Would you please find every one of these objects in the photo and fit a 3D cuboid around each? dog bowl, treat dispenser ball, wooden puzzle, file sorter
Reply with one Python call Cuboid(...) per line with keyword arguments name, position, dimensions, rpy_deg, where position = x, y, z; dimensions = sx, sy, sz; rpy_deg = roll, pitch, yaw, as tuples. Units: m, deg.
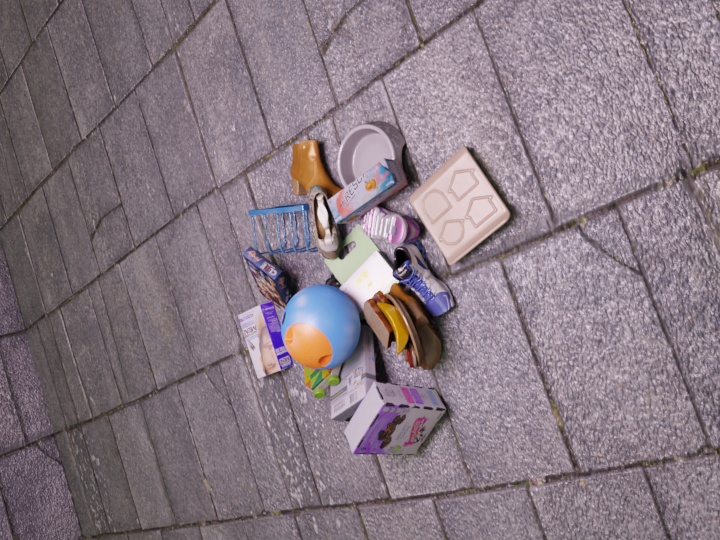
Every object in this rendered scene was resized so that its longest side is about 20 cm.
Cuboid(name="dog bowl", position=(0.025, -0.269, 1.334), dimensions=(0.195, 0.058, 0.207), rpy_deg=(6, 100, 33))
Cuboid(name="treat dispenser ball", position=(-0.097, 0.138, 1.308), dimensions=(0.196, 0.199, 0.208), rpy_deg=(6, 100, 33))
Cuboid(name="wooden puzzle", position=(0.226, -0.146, 1.225), dimensions=(0.185, 0.046, 0.203), rpy_deg=(-40, 70, 32))
Cuboid(name="file sorter", position=(-0.181, -0.115, 1.454), dimensions=(0.195, 0.138, 0.127), rpy_deg=(-1, 101, 34))

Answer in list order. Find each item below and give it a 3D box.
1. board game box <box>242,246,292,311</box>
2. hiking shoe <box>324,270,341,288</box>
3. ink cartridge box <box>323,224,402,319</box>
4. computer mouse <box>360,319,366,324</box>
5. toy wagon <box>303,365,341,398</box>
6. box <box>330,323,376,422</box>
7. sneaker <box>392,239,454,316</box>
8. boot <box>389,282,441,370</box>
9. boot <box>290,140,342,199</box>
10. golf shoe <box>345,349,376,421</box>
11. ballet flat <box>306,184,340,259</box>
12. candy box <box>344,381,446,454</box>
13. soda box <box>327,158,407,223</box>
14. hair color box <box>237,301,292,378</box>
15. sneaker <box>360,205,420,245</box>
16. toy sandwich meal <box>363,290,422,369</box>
Cuboid(name="board game box", position=(-0.253, 0.035, 1.510), dimensions=(0.134, 0.035, 0.202), rpy_deg=(35, 156, 27))
Cuboid(name="hiking shoe", position=(-0.101, 0.100, 1.475), dimensions=(0.202, 0.074, 0.102), rpy_deg=(-54, 39, 32))
Cuboid(name="ink cartridge box", position=(0.000, 0.000, 1.374), dimensions=(0.145, 0.048, 0.201), rpy_deg=(-43, 73, 13))
Cuboid(name="computer mouse", position=(-0.026, 0.146, 1.451), dimensions=(0.201, 0.033, 0.059), rpy_deg=(-50, 61, 36))
Cuboid(name="toy wagon", position=(-0.087, 0.235, 1.428), dimensions=(0.200, 0.039, 0.158), rpy_deg=(-47, 37, 33))
Cuboid(name="box", position=(-0.022, 0.264, 1.384), dimensions=(0.155, 0.040, 0.204), rpy_deg=(-42, 40, 38))
Cuboid(name="sneaker", position=(0.131, 0.022, 1.269), dimensions=(0.080, 0.114, 0.203), rpy_deg=(-37, 77, 33))
Cuboid(name="boot", position=(0.131, 0.133, 1.314), dimensions=(0.145, 0.069, 0.205), rpy_deg=(54, 166, 51))
Cuboid(name="boot", position=(-0.115, -0.267, 1.410), dimensions=(0.197, 0.070, 0.149), rpy_deg=(14, 109, 39))
Cuboid(name="golf shoe", position=(0.017, 0.308, 1.424), dimensions=(0.077, 0.093, 0.206), rpy_deg=(5, 77, 61))
Cuboid(name="ballet flat", position=(-0.091, -0.111, 1.346), dimensions=(0.075, 0.066, 0.206), rpy_deg=(-125, 21, -66))
Cuboid(name="candy box", position=(0.085, 0.363, 1.298), dimensions=(0.170, 0.195, 0.072), rpy_deg=(-62, 35, 24))
Cuboid(name="soda box", position=(0.014, -0.185, 1.275), dimensions=(0.198, 0.068, 0.065), rpy_deg=(-31, 77, 34))
Cuboid(name="hair color box", position=(-0.289, 0.210, 1.619), dimensions=(0.108, 0.064, 0.205), rpy_deg=(-23, 85, 34))
Cuboid(name="sneaker", position=(0.075, -0.112, 1.315), dimensions=(0.199, 0.086, 0.083), rpy_deg=(31, 116, 51))
Cuboid(name="toy sandwich meal", position=(0.074, 0.143, 1.245), dimensions=(0.205, 0.069, 0.210), rpy_deg=(157, 91, -79))
